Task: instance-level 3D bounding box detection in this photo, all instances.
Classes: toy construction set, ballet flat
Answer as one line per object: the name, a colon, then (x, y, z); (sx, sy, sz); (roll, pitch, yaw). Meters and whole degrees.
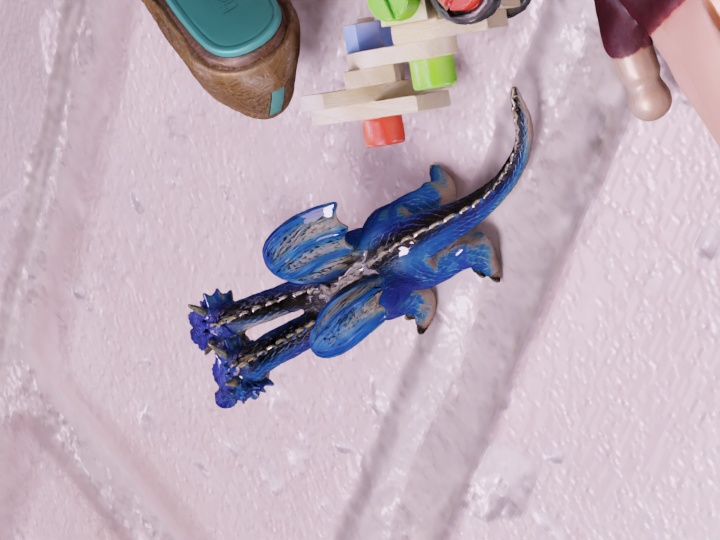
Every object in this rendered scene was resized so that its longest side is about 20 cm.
toy construction set: (0.000, -0.141, 0.905); (0.130, 0.092, 0.201); (-7, 110, 27)
ballet flat: (-0.080, -0.140, 1.029); (0.200, 0.068, 0.072); (54, 169, 33)

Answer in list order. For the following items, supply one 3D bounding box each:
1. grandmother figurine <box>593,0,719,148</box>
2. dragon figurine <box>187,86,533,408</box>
grandmother figurine: (0.119, -0.097, 0.807); (0.121, 0.060, 0.201); (-43, 74, 41)
dragon figurine: (0.000, 0.000, 0.961); (0.200, 0.099, 0.059); (-38, 76, 52)
